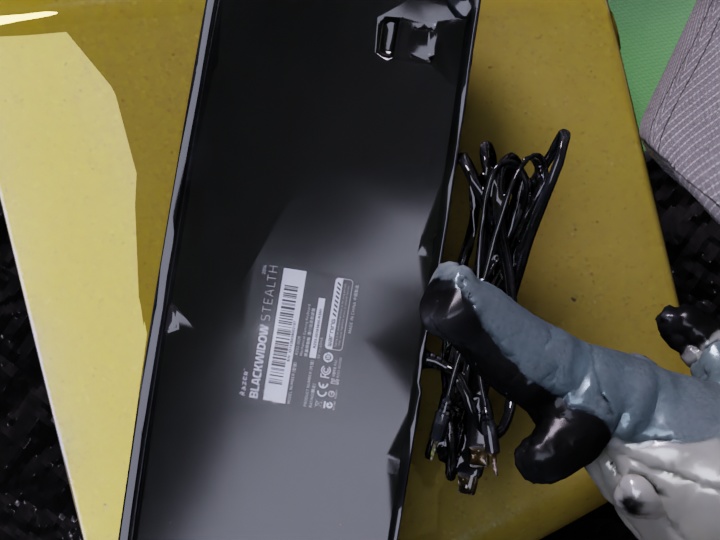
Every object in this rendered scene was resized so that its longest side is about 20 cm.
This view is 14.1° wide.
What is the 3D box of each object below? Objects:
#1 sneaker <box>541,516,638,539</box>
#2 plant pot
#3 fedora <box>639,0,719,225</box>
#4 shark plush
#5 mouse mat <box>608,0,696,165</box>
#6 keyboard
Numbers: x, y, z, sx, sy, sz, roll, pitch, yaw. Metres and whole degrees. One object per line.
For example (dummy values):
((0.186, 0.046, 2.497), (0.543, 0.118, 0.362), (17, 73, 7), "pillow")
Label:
((0.117, 0.120, 0.900), (0.200, 0.076, 0.076), (3, 77, 40), "sneaker")
((0.000, 0.000, 0.878), (0.176, 0.200, 0.201), (-14, 92, 1), "plant pot")
((0.154, -0.024, 0.796), (0.200, 0.177, 0.090), (26, 101, -29), "fedora")
((0.091, 0.048, 0.764), (0.200, 0.083, 0.091), (15, 139, -23), "shark plush")
((0.029, -0.137, 0.954), (0.200, 0.008, 0.161), (20, 97, 12), "mouse mat")
((-0.003, 0.020, 0.779), (0.104, 0.040, 0.201), (9, 89, 14), "keyboard")
